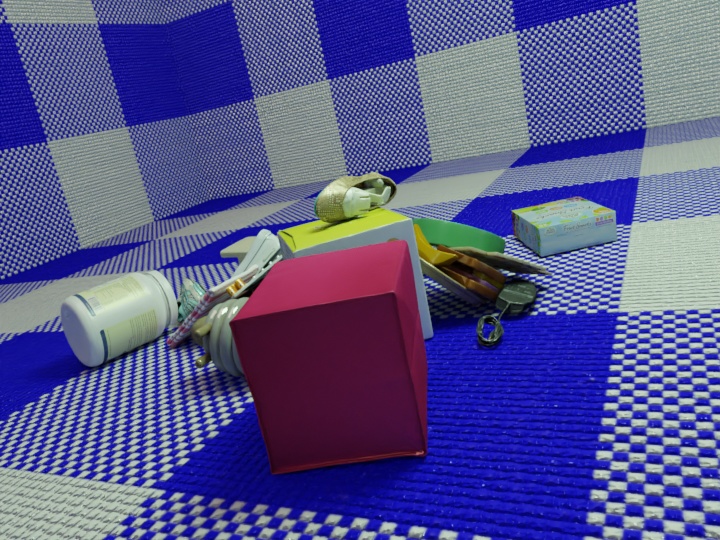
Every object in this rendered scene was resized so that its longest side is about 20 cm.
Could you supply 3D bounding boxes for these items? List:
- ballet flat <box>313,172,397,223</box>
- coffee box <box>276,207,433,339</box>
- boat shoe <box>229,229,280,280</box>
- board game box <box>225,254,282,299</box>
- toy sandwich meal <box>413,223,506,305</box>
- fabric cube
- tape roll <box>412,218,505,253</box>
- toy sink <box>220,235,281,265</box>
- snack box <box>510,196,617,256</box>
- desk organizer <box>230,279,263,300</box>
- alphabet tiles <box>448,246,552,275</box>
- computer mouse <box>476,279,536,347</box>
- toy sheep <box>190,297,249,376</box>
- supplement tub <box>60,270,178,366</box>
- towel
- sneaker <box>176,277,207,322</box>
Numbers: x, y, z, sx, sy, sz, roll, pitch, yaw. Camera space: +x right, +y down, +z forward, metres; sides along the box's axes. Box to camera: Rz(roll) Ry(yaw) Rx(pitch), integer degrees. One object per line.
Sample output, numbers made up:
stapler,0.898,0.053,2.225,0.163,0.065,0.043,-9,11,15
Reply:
ballet flat,0.001,-0.126,1.040,0.064,0.072,0.199,13,28,29
coffee box,-0.016,0.018,1.040,0.194,0.203,0.200,-15,15,-11
boat shoe,-0.236,0.012,1.361,0.066,0.203,0.073,31,12,11
board game box,-0.191,0.006,1.248,0.199,0.026,0.200,-42,-2,-19
toy sandwich meal,0.157,-0.010,1.074,0.071,0.202,0.205,-57,4,6
fabric cube,-0.022,0.098,0.762,0.190,0.206,0.200,-9,17,9
tape roll,0.189,-0.055,1.236,0.195,0.050,0.200,13,-3,1
toy sink,-0.216,-0.010,1.478,0.195,0.115,0.130,0,19,24
snack box,0.436,-0.100,1.342,0.164,0.070,0.200,-12,17,0
desk organizer,-0.191,0.068,1.194,0.077,0.072,0.200,-46,-4,32
alphabet tiles,0.243,-0.016,1.119,0.162,0.007,0.200,17,-3,-14
computer mouse,0.232,0.071,0.984,0.057,0.035,0.199,17,34,29
toy sheep,-0.187,0.110,1.004,0.194,0.142,0.138,9,21,17
supplement tub,-0.493,0.092,1.273,0.143,0.149,0.198,3,21,44
towel,-0.299,0.067,1.242,0.200,0.030,0.146,-45,-3,33
sneaker,-0.396,0.072,1.406,0.086,0.078,0.199,-44,14,-18
